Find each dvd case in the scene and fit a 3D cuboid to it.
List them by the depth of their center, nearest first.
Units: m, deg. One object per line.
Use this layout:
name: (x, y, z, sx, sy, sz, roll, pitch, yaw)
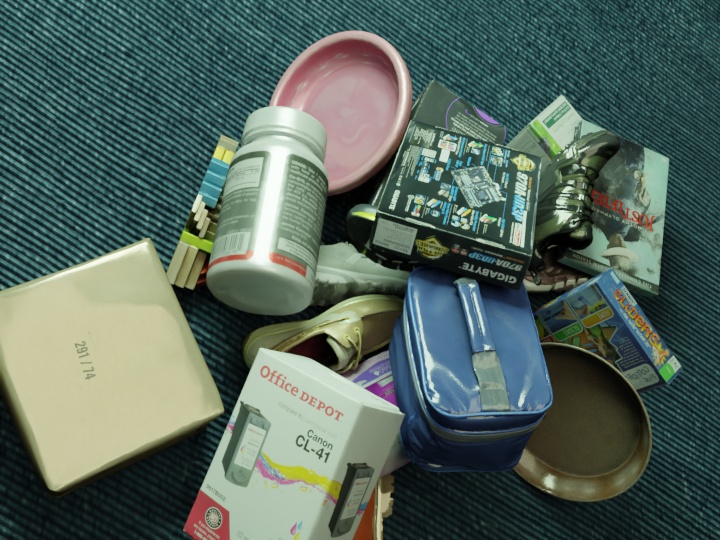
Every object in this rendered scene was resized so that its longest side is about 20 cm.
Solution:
dvd case: (0.329, -0.081, 1.090, 0.144, 0.022, 0.203, 20, 68, -15)

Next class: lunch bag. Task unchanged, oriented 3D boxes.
lunch bag: (0.108, 0.085, 0.849, 0.134, 0.133, 0.202, 0, 52, -12)

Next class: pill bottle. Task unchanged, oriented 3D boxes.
pill bottle: (-0.094, -0.065, 0.912, 0.112, 0.114, 0.203, 15, 63, -15)

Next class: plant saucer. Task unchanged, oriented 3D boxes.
plant saucer: (0.240, 0.171, 0.982, 0.201, 0.200, 0.034, 55, 39, 3)
plant saucer: (-0.022, -0.182, 1.010, 0.051, 0.198, 0.204, 27, 57, -56)

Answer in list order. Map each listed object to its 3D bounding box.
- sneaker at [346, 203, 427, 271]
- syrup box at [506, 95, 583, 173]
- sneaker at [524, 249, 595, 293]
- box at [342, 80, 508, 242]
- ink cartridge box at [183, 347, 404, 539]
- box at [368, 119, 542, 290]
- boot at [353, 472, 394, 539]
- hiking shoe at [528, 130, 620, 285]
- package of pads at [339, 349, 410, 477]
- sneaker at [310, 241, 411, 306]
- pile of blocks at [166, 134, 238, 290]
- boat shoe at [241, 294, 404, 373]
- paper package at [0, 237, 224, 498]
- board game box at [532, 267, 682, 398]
sneaker: (0.078, -0.046, 0.940, 0.197, 0.074, 0.082, 10, 55, -17)
syrup box: (0.297, -0.126, 1.149, 0.079, 0.081, 0.201, -39, 88, -26)
sneaker: (0.276, -0.032, 1.096, 0.197, 0.076, 0.118, -2, 96, -21)
box: (0.081, -0.108, 1.046, 0.121, 0.106, 0.202, 30, 66, -9)
ink cartridge box: (-0.067, 0.198, 0.830, 0.085, 0.146, 0.203, 21, 91, -54)
box: (0.106, -0.076, 0.892, 0.157, 0.046, 0.201, 16, 39, 3)
boot: (-0.024, 0.299, 0.899, 0.106, 0.075, 0.203, 10, 62, -14)
hiking shoe: (0.253, -0.075, 1.020, 0.200, 0.076, 0.101, -47, 67, 3)
package of pads: (0.051, 0.145, 0.943, 0.198, 0.120, 0.077, -23, 123, -26)
sneaker: (0.000, 0.000, 0.999, 0.197, 0.075, 0.083, 12, 52, -26)
pile of blocks: (-0.159, -0.063, 0.954, 0.061, 0.082, 0.203, 22, 66, -13)
boat shoe: (-0.030, 0.085, 0.945, 0.197, 0.067, 0.075, -18, 122, -12)
paper package: (-0.262, 0.097, 0.852, 0.189, 0.103, 0.202, -22, 81, -25)
board game box: (0.261, 0.094, 0.997, 0.034, 0.200, 0.136, -32, 86, -32)
